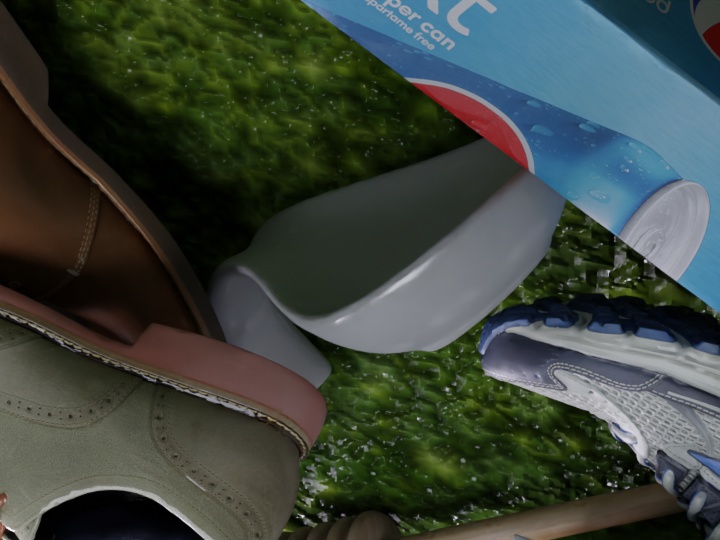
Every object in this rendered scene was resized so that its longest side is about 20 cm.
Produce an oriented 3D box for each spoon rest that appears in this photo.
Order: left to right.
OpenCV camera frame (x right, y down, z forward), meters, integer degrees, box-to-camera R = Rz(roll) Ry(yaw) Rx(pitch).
[{"bbox_3d":[0.000,0.000,0.920,0.061,0.099,0.200,47,149,-5],"label":"spoon rest"}]

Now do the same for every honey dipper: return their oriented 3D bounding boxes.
[{"bbox_3d":[0.054,0.094,1.041,0.200,0.038,0.038,-17,128,31],"label":"honey dipper"}]

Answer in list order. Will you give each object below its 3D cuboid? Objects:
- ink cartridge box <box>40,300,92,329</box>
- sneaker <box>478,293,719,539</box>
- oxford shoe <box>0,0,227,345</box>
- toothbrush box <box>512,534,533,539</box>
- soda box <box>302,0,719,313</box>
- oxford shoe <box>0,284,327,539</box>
[{"bbox_3d":[-0.140,0.064,1.047,0.200,0.083,0.145,24,140,-5],"label":"ink cartridge box"},{"bbox_3d":[0.128,0.067,0.915,0.200,0.077,0.085,19,96,3],"label":"sneaker"},{"bbox_3d":[-0.114,-0.017,0.941,0.071,0.071,0.200,14,147,56],"label":"oxford shoe"},{"bbox_3d":[0.139,0.159,0.935,0.200,0.085,0.146,19,175,13],"label":"toothbrush box"},{"bbox_3d":[0.060,-0.075,0.821,0.200,0.064,0.068,36,138,-17],"label":"soda box"},{"bbox_3d":[-0.115,0.049,0.917,0.200,0.074,0.071,11,156,12],"label":"oxford shoe"}]
